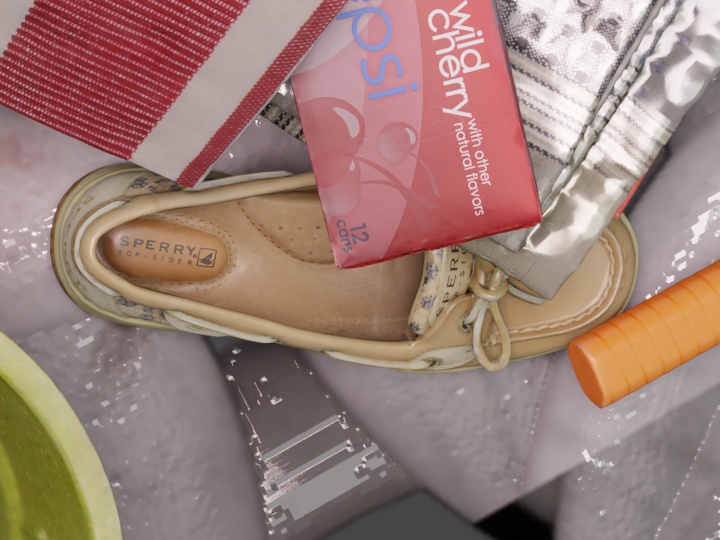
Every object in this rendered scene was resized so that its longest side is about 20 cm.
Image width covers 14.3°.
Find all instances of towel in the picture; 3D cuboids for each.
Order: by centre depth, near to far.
[{"bbox_3d":[-0.110,-0.096,0.782,0.199,0.144,0.023,26,63,-12],"label":"towel"},{"bbox_3d":[0.033,-0.117,0.869,0.199,0.035,0.193,31,98,-9],"label":"towel"}]

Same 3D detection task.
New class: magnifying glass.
[{"bbox_3d":[0.159,-0.009,0.977,0.199,0.022,0.080,-27,106,-16],"label":"magnifying glass"}]

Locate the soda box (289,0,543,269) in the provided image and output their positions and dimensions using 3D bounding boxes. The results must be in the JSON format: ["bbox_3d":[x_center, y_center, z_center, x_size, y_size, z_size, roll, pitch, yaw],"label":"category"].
[{"bbox_3d":[0.001,-0.107,0.824,0.063,0.070,0.201,-13,102,4],"label":"soda box"}]

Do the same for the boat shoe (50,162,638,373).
[{"bbox_3d":[0.000,0.000,0.939,0.199,0.063,0.074,-1,95,-12],"label":"boat shoe"}]

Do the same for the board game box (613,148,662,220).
[{"bbox_3d":[0.070,-0.141,0.908,0.151,0.046,0.201,30,98,-9],"label":"board game box"}]

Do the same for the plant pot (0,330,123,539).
[{"bbox_3d":[-0.192,0.077,0.832,0.199,0.190,0.201,-5,103,-23],"label":"plant pot"}]
